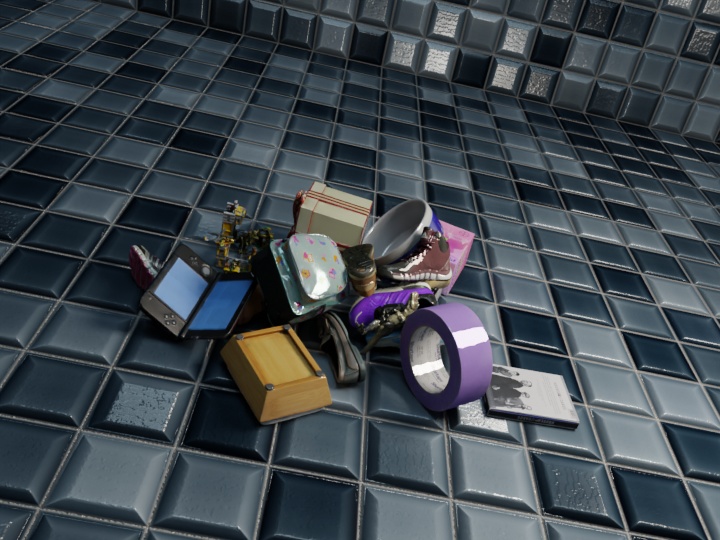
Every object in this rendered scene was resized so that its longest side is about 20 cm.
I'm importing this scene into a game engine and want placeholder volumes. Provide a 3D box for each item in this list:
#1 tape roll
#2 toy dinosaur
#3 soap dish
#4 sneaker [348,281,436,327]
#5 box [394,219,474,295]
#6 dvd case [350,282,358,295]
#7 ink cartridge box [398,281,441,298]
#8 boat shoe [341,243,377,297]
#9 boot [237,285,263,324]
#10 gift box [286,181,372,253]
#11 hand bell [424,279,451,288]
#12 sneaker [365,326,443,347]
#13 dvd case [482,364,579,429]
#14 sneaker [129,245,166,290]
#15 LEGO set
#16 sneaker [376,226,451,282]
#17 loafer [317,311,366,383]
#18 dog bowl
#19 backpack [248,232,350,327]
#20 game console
[{"bbox_3d":[0.167,0.170,1.484,0.083,0.204,0.200,-8,36,-33],"label":"tape roll"},{"bbox_3d":[0.041,0.115,1.520,0.048,0.199,0.088,55,11,30],"label":"toy dinosaur"},{"bbox_3d":[-0.162,0.192,1.432,0.154,0.083,0.200,-8,38,-32],"label":"soap dish"},{"bbox_3d":[0.073,0.086,1.591,0.196,0.071,0.100,-18,34,-9],"label":"sneaker"},{"bbox_3d":[0.184,-0.048,1.946,0.172,0.099,0.200,22,32,13],"label":"box"},{"bbox_3d":[-0.072,0.008,1.828,0.195,0.018,0.144,7,32,-11],"label":"dvd case"},{"bbox_3d":[0.127,0.070,1.784,0.092,0.045,0.200,20,32,14],"label":"ink cartridge box"},{"bbox_3d":[0.000,0.000,1.630,0.074,0.076,0.201,-10,20,3],"label":"boat shoe"},{"bbox_3d":[-0.185,0.070,1.644,0.152,0.078,0.201,18,24,-1],"label":"boot"},{"bbox_3d":[-0.084,-0.095,1.792,0.182,0.188,0.201,17,24,2],"label":"gift box"},{"bbox_3d":[0.113,0.044,1.712,0.103,0.106,0.199,30,47,27],"label":"hand bell"},{"bbox_3d":[0.109,0.144,1.631,0.195,0.082,0.077,-9,32,2],"label":"sneaker"},{"bbox_3d":[0.352,0.263,1.582,0.195,0.025,0.151,11,31,-7],"label":"dvd case"},{"bbox_3d":[-0.429,0.010,1.630,0.199,0.075,0.087,38,38,27],"label":"sneaker"},{"bbox_3d":[-0.280,-0.086,1.795,0.150,0.118,0.201,15,31,2],"label":"LEGO set"},{"bbox_3d":[0.119,-0.038,1.626,0.196,0.119,0.075,-1,7,-38],"label":"sneaker"},{"bbox_3d":[-0.054,0.157,1.548,0.062,0.073,0.201,-11,39,-24],"label":"loafer"},{"bbox_3d":[0.097,-0.070,1.754,0.079,0.198,0.202,48,20,-25],"label":"dog bowl"},{"bbox_3d":[-0.112,0.010,1.576,0.198,0.152,0.179,-9,72,-55],"label":"backpack"},{"bbox_3d":[-0.326,0.038,1.530,0.172,0.118,0.202,43,40,-17],"label":"game console"}]
